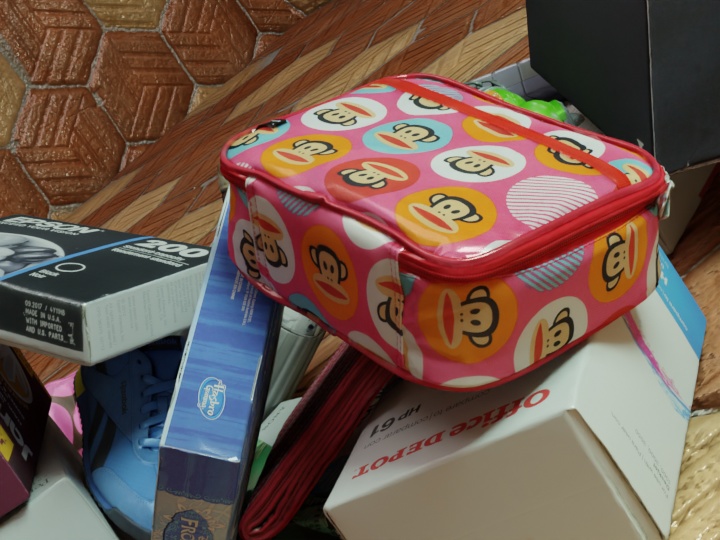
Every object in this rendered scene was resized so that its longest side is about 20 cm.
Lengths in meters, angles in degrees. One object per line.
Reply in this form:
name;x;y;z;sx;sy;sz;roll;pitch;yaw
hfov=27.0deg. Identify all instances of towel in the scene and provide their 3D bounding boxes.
towel;-0.011;0.069;0.845;0.145;0.022;0.200;-53;3;10

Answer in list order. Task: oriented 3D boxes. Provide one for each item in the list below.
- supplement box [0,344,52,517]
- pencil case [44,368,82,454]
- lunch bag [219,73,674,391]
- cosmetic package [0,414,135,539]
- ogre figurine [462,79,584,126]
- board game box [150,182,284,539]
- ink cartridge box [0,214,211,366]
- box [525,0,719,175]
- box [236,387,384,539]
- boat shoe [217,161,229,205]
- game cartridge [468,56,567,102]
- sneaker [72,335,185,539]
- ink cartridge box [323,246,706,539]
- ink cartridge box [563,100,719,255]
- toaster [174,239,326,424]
supplement box;-0.264;0.089;0.949;0.085;0.111;0.200;-31;15;0
pencil case;-0.191;0.097;1.286;0.199;0.094;0.091;-32;14;15
lunch bag;0.047;-0.030;0.724;0.175;0.083;0.199;-23;34;-33
cosmetic package;-0.244;0.215;0.972;0.199;0.124;0.200;-38;16;-9
ogre figurine;0.058;-0.061;0.921;0.119;0.100;0.199;0;12;42
board game box;-0.075;0.080;0.817;0.200;0.043;0.202;104;177;-46
ink cartridge box;-0.177;0.001;0.945;0.196;0.044;0.199;10;15;31
box;0.220;-0.166;0.897;0.196;0.125;0.200;-16;29;-9
box;-0.026;0.124;0.931;0.199;0.036;0.144;-22;20;50
boat shoe;-0.045;-0.027;1.042;0.071;0.073;0.200;-5;-8;14
game cartridge;0.176;-0.138;1.119;0.128;0.039;0.199;-14;-6;26
sneaker;-0.137;0.090;0.958;0.079;0.065;0.201;-59;33;23
ink cartridge box;0.084;0.070;0.749;0.144;0.085;0.200;-27;18;29
ink cartridge box;0.134;-0.051;1.026;0.199;0.083;0.147;-23;19;41
toaster;-0.085;0.043;1.093;0.130;0.113;0.200;-60;1;19
